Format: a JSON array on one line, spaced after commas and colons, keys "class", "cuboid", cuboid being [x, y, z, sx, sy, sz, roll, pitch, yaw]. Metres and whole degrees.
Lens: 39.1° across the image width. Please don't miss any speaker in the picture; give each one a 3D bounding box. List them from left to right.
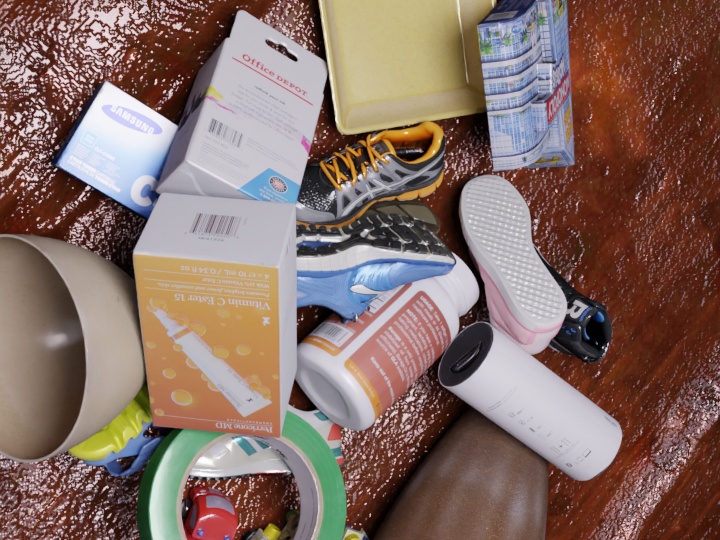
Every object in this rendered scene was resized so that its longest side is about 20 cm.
[{"class": "speaker", "cuboid": [0.177, 0.138, 1.057, 0.200, 0.081, 0.081, 36, 84, -21]}]

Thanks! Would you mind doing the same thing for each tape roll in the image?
[{"class": "tape roll", "cuboid": [-0.113, 0.230, 0.984, 0.200, 0.048, 0.201, 6, 76, -27]}]

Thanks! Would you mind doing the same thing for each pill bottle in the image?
[{"class": "pill bottle", "cuboid": [0.031, 0.065, 1.067, 0.200, 0.112, 0.112, -42, 111, -26]}]

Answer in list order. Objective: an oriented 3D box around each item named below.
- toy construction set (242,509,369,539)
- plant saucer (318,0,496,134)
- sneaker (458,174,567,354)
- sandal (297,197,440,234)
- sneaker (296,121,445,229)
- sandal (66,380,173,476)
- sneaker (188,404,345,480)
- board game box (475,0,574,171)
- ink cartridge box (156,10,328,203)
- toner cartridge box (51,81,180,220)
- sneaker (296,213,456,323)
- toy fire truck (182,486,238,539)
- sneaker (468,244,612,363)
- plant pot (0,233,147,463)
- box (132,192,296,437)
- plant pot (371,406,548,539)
[{"class": "toy construction set", "cuboid": [-0.082, 0.347, 1.091, 0.131, 0.092, 0.200, 36, 73, -22]}, {"class": "plant saucer", "cuboid": [0.047, -0.256, 1.070, 0.200, 0.048, 0.200, -12, 102, -19]}, {"class": "sneaker", "cuboid": [0.155, 0.000, 1.087, 0.075, 0.105, 0.200, -16, 59, -8]}, {"class": "sandal", "cuboid": [-0.013, -0.028, 1.070, 0.200, 0.055, 0.082, -23, 65, -19]}, {"class": "sneaker", "cuboid": [0.003, -0.104, 1.043, 0.200, 0.077, 0.078, -23, 64, -25]}, {"class": "sandal", "cuboid": [-0.202, 0.139, 1.026, 0.200, 0.079, 0.087, -29, 143, -22]}, {"class": "sneaker", "cuboid": [-0.114, 0.170, 1.068, 0.200, 0.070, 0.093, 1, 80, -20]}, {"class": "board game box", "cuboid": [0.184, -0.187, 1.080, 0.062, 0.200, 0.200, -2, 115, 21]}, {"class": "ink cartridge box", "cuboid": [-0.109, -0.142, 0.987, 0.115, 0.068, 0.200, 28, 54, -24]}, {"class": "toner cartridge box", "cuboid": [-0.191, -0.092, 1.003, 0.200, 0.043, 0.095, 31, 84, -22]}, {"class": "sneaker", "cuboid": [0.000, 0.000, 1.006, 0.200, 0.079, 0.089, -5, 125, -21]}, {"class": "toy fire truck", "cuboid": [-0.171, 0.332, 1.020, 0.049, 0.141, 0.200, 22, 90, -23]}, {"class": "sneaker", "cuboid": [0.215, 0.023, 1.142, 0.200, 0.112, 0.073, 45, 79, -21]}, {"class": "plant pot", "cuboid": [-0.266, 0.062, 0.936, 0.134, 0.200, 0.200, -10, 104, -55]}, {"class": "box", "cuboid": [-0.125, 0.042, 0.915, 0.124, 0.098, 0.200, 5, 127, 3]}, {"class": "plant pot", "cuboid": [0.130, 0.253, 1.118, 0.187, 0.187, 0.200, 35, 64, -22]}]
